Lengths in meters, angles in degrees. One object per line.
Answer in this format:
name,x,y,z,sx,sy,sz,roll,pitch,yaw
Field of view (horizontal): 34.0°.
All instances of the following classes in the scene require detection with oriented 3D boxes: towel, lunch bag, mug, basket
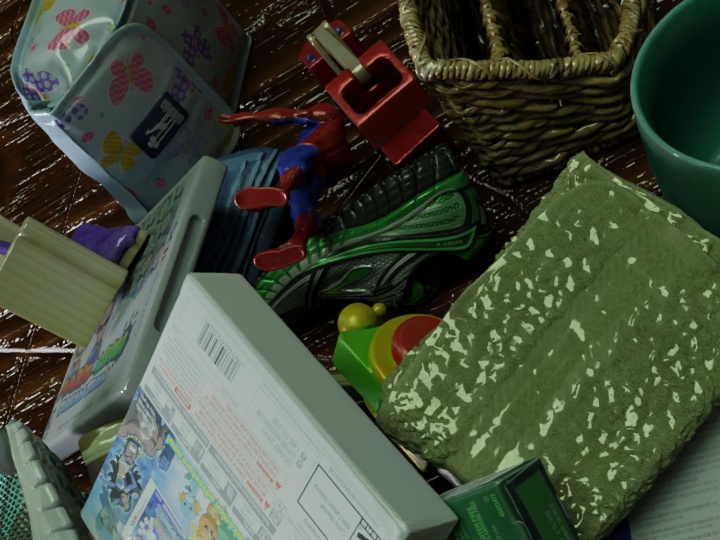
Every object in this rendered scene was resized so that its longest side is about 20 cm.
towel,0.119,0.045,0.631,0.148,0.036,0.200,37,79,17
lunch bag,-0.179,-0.156,0.950,0.127,0.170,0.200,-6,56,26
mug,0.254,-0.081,0.658,0.185,0.114,0.152,-6,54,23
basket,0.114,-0.187,0.795,0.143,0.149,0.200,-21,52,21
towel,-0.120,0.004,0.881,0.112,0.049,0.200,-8,58,50

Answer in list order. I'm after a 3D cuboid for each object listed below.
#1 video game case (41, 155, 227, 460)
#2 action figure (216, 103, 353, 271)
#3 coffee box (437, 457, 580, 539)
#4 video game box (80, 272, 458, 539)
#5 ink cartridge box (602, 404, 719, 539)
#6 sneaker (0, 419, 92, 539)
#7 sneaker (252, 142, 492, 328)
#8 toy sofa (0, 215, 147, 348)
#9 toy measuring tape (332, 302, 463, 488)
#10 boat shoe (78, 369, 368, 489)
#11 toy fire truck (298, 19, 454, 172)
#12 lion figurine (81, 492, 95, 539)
video game case,-0.166,0.032,0.843,0.200,0.024,0.182,-33,37,54
action figure,-0.062,-0.065,0.804,0.099,0.065,0.200,-7,23,17
coffee box,0.036,0.183,0.612,0.200,0.044,0.123,-32,82,39
video game box,-0.060,0.132,0.628,0.200,0.047,0.182,46,117,34
ink cartridge box,0.151,0.117,0.656,0.197,0.047,0.200,-20,51,24
sneaker,-0.214,0.172,0.727,0.091,0.078,0.200,-31,39,-7
sneaker,0.000,0.000,0.801,0.200,0.085,0.078,-32,5,32
toy sofa,-0.241,-0.010,0.904,0.098,0.083,0.200,-63,23,-8
toy measuring tape,0.059,0.085,0.680,0.074,0.074,0.200,-44,63,2
boat shoe,-0.079,0.112,0.768,0.201,0.072,0.066,-13,80,-9
toy fire truck,0.001,-0.132,0.836,0.049,0.141,0.200,-41,48,4
lion figurine,-0.183,0.202,0.811,0.200,0.072,0.123,-27,59,35
